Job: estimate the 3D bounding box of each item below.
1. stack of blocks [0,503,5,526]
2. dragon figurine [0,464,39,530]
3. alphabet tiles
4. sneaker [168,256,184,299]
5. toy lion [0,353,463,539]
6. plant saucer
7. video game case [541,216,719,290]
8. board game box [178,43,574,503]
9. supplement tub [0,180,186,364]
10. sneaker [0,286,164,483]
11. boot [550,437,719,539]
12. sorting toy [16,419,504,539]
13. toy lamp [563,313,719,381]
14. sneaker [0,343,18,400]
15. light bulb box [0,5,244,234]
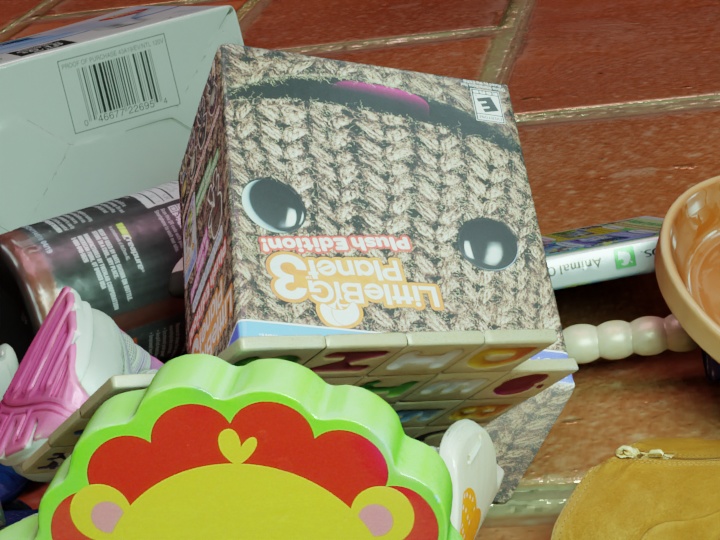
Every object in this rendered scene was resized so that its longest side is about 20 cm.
[{"bbox_3d":[-0.200,0.091,0.765,0.058,0.201,0.115,-22,-24,-2],"label":"stack of blocks"},{"bbox_3d":[-0.189,0.114,0.885,0.099,0.059,0.200,-14,25,-19],"label":"dragon figurine"},{"bbox_3d":[-0.022,0.056,0.687,0.199,0.006,0.166,0,-23,-31],"label":"alphabet tiles"},{"bbox_3d":[-0.045,-0.046,1.038,0.067,0.109,0.201,-3,6,38],"label":"sneaker"},{"bbox_3d":[-0.060,0.124,0.610,0.199,0.193,0.069,-6,20,10],"label":"toy lion"},{"bbox_3d":[0.247,0.017,0.906,0.199,0.032,0.201,8,37,-6],"label":"plant saucer"},{"bbox_3d":[0.106,-0.005,1.059,0.181,0.022,0.200,-10,3,-2],"label":"video game case"},{"bbox_3d":[0.000,0.000,0.871,0.158,0.097,0.201,6,48,-16],"label":"board game box"},{"bbox_3d":[-0.124,0.002,1.095,0.199,0.108,0.107,-18,22,-26],"label":"supplement tub"},{"bbox_3d":[-0.112,0.063,0.789,0.088,0.082,0.200,29,-3,-5],"label":"sneaker"},{"bbox_3d":[0.139,0.122,0.727,0.143,0.071,0.201,-3,17,34],"label":"boot"},{"bbox_3d":[-0.016,0.120,0.754,0.199,0.107,0.180,-14,4,21],"label":"sorting toy"},{"bbox_3d":[0.133,0.039,0.956,0.199,0.059,0.058,-9,20,8],"label":"toy lamp"},{"bbox_3d":[-0.244,0.064,1.019,0.075,0.082,0.199,-27,25,-37],"label":"sneaker"},{"bbox_3d":[-0.195,-0.100,1.208,0.197,0.126,0.200,-18,16,-24],"label":"light bulb box"}]
